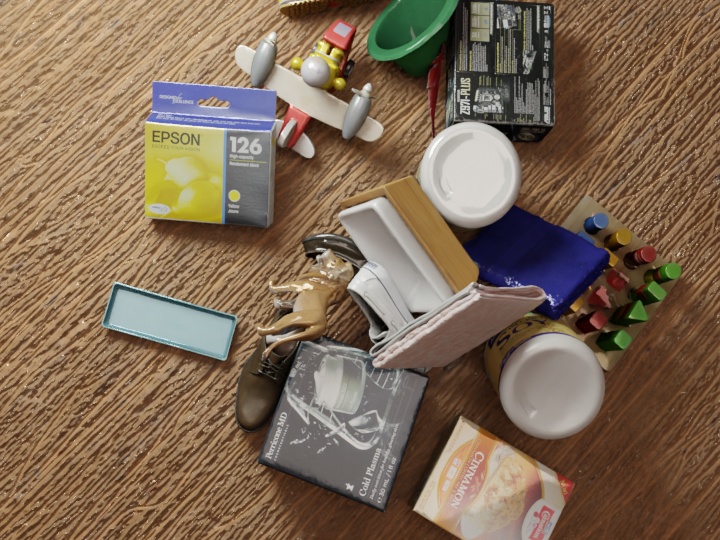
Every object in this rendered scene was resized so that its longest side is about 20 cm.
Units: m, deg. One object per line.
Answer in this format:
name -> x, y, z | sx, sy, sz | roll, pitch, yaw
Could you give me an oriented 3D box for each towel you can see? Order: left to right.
towel -> 0.134, 0.077, 1.145 | 0.199, 0.189, 0.033 | -36, 65, 31
towel -> 0.255, -0.013, 1.256 | 0.147, 0.050, 0.199 | -41, 49, -21

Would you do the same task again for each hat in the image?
hat -> 0.117, -0.338, 1.353 | 0.200, 0.166, 0.176 | -45, 128, 1

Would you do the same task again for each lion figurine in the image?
lion figurine -> -0.072, 0.054, 1.179 | 0.120, 0.073, 0.202 | -4, 39, 7

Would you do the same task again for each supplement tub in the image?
supplement tub -> 0.154, -0.132, 1.239 | 0.141, 0.200, 0.148 | 0, 91, 1
supplement tub -> 0.255, 0.138, 1.201 | 0.142, 0.200, 0.149 | 0, 102, -1

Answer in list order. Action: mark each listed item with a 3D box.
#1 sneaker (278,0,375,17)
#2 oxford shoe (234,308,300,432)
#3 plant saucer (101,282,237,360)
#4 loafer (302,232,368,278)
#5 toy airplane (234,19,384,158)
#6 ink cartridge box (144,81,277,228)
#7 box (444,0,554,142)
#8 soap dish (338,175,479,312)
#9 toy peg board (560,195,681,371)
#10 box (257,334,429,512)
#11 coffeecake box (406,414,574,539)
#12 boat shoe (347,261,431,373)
sneaker -> -0.042, -0.473, 1.344 | 0.196, 0.075, 0.092 | -11, 88, -6
oxford shoe -> -0.139, 0.143, 1.248 | 0.071, 0.084, 0.204 | 20, 83, -2
plant saucer -> -0.290, 0.078, 1.279 | 0.196, 0.019, 0.071 | 16, 81, -1
loafer -> 0.000, 0.000, 1.280 | 0.196, 0.073, 0.073 | 19, 79, -1
toy airplane -> -0.078, -0.276, 1.280 | 0.196, 0.141, 0.203 | -15, 84, -6
ink cartridge box -> -0.226, -0.173, 1.260 | 0.193, 0.047, 0.204 | 5, 108, 4
box -> 0.220, -0.316, 1.334 | 0.160, 0.086, 0.205 | 2, 82, -4
soap dish -> 0.069, -0.037, 1.185 | 0.081, 0.157, 0.201 | -41, 103, -20
toy peg board -> 0.378, 0.014, 1.294 | 0.198, 0.098, 0.201 | 40, 81, 2
box -> -0.025, 0.216, 1.227 | 0.193, 0.124, 0.204 | 20, 81, 1
coffeecake box -> 0.192, 0.334, 1.249 | 0.198, 0.073, 0.155 | 30, 80, 0
boat shoe -> 0.041, 0.083, 1.244 | 0.065, 0.073, 0.202 | -41, 113, -23
